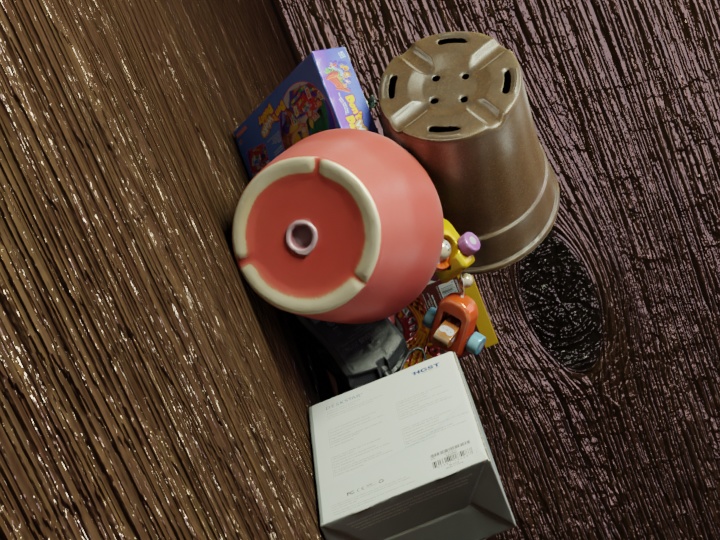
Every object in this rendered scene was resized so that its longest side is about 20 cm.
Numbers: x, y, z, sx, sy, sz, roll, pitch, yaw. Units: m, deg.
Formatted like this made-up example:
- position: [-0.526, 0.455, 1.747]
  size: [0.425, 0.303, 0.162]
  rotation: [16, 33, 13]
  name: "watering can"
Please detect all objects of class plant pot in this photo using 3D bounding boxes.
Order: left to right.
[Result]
- position: [-0.031, -0.038, 1.238]
  size: [0.202, 0.199, 0.177]
  rotation: [68, 14, 0]
  name: "plant pot"
- position: [0.108, -0.135, 1.390]
  size: [0.199, 0.199, 0.201]
  rotation: [72, -1, -53]
  name: "plant pot"

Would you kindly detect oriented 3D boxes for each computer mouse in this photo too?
- position: [-0.013, 0.077, 1.380]
  size: [0.201, 0.138, 0.053]
  rotation: [56, -21, 16]
  name: "computer mouse"

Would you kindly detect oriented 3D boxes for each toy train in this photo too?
- position: [0.049, 0.007, 1.360]
  size: [0.199, 0.151, 0.056]
  rotation: [33, 36, 19]
  name: "toy train"

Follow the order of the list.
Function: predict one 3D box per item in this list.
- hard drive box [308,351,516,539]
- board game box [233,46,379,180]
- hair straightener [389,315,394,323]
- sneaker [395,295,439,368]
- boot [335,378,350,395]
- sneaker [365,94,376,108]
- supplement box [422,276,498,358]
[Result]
- position: [0.040, 0.173, 1.170]
  size: [0.200, 0.155, 0.077]
  rotation: [-101, 168, -65]
  name: "hard drive box"
- position: [-0.058, -0.135, 1.419]
  size: [0.200, 0.044, 0.136]
  rotation: [-33, -105, 53]
  name: "board game box"
- position: [0.000, 0.000, 1.497]
  size: [0.041, 0.077, 0.201]
  rotation: [39, 35, -38]
  name: "hair straightener"
- position: [0.059, 0.101, 1.602]
  size: [0.201, 0.072, 0.078]
  rotation: [-95, -164, -48]
  name: "sneaker"
- position: [-0.005, 0.123, 1.486]
  size: [0.201, 0.069, 0.175]
  rotation: [74, -10, -50]
  name: "boot"
- position: [-0.003, -0.123, 1.498]
  size: [0.118, 0.073, 0.202]
  rotation: [-20, 96, -71]
  name: "sneaker"
- position: [0.061, 0.034, 1.829]
  size: [0.133, 0.198, 0.199]
  rotation: [-100, 167, -72]
  name: "supplement box"
